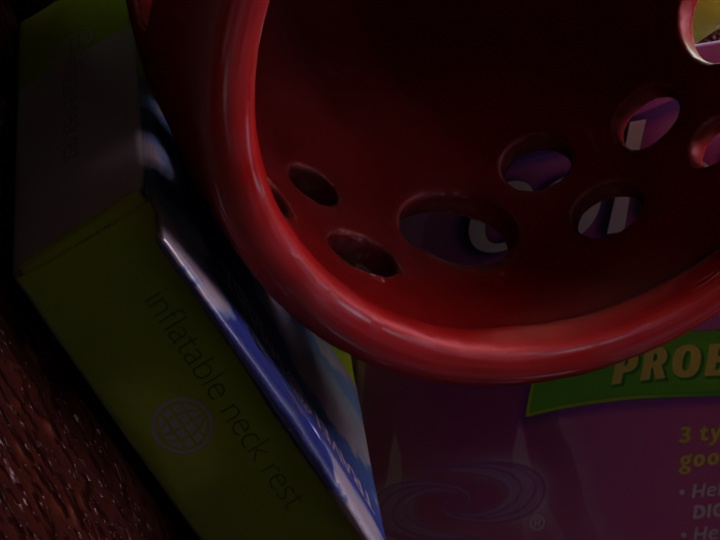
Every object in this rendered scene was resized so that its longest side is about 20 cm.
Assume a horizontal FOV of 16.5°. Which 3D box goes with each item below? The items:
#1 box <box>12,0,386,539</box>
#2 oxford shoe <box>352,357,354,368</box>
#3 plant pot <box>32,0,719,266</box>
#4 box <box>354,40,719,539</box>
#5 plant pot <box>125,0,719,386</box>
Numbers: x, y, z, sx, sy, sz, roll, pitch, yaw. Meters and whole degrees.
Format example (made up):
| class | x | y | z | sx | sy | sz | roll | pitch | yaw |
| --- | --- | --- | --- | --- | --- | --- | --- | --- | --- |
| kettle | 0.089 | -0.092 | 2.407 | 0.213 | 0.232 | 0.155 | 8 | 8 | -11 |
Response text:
| class | x | y | z | sx | sy | sz | roll | pitch | yaw |
| --- | --- | --- | --- | --- | --- | --- | --- | --- | --- |
| box | -0.046 | 0.002 | 0.696 | 0.122 | 0.047 | 0.200 | 56 | 9 | -25 |
| oxford shoe | 0.000 | 0.000 | 1.010 | 0.071 | 0.072 | 0.200 | 27 | -1 | 25 |
| plant pot | -0.026 | -0.139 | 0.856 | 0.176 | 0.200 | 0.201 | 34 | 26 | -49 |
| box | 0.095 | 0.043 | 0.745 | 0.097 | 0.175 | 0.201 | 43 | 44 | -59 |
| plant pot | 0.028 | -0.098 | 0.663 | 0.201 | 0.200 | 0.183 | 55 | 2 | -37 |
